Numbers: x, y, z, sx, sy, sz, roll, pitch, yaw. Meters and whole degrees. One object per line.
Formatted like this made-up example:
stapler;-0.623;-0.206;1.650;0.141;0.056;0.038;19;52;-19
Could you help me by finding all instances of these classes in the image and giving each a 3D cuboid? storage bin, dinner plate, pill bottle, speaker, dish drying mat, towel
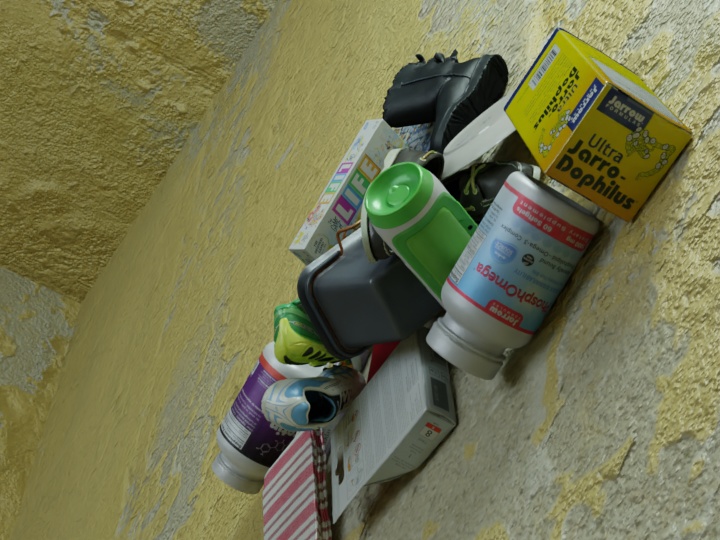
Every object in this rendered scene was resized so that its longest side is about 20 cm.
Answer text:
storage bin;0.046;0.000;1.645;0.200;0.146;0.134;-36;15;-29
dinner plate;0.158;-0.175;1.701;0.200;0.024;0.200;-39;8;6
pill bottle;-0.124;0.205;1.947;0.200;0.112;0.112;-60;18;12
speaker;0.086;-0.027;1.520;0.088;0.200;0.089;-23;42;23
pill bottle;0.152;0.007;1.454;0.200;0.108;0.109;-60;18;10
dish drying mat;0.030;0.149;1.747;0.077;0.018;0.200;-42;26;40
towel;-0.079;0.305;1.761;0.146;0.030;0.201;-50;33;41

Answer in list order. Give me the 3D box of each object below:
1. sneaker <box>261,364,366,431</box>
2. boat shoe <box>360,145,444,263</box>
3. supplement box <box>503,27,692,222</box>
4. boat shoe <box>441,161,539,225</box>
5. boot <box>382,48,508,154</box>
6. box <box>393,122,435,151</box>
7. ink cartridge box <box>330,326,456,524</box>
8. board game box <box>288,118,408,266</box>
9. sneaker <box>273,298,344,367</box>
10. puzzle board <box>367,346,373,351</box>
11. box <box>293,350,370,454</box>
sneaker;-0.044;0.160;1.718;0.200;0.072;0.072;-7;-64;-60
boat shoe;0.049;-0.079;1.593;0.060;0.072;0.201;-3;34;18
supplement box;0.236;-0.153;1.440;0.110;0.109;0.200;-57;18;18
boat shoe;0.141;-0.092;1.677;0.201;0.060;0.072;-22;43;64
boot;0.096;-0.212;1.881;0.162;0.073;0.199;0;51;41
box;0.075;-0.159;2.018;0.137;0.040;0.200;-62;18;-1
ink cartridge box;0.035;0.184;1.637;0.200;0.050;0.162;-56;20;28
board game box;0.011;-0.066;1.735;0.034;0.134;0.200;2;55;52
sneaker;-0.052;0.073;1.733;0.200;0.074;0.084;21;-123;-72
puzzle board;0.000;0.000;1.813;0.017;0.200;0.151;13;72;27
box;-0.043;0.178;1.870;0.041;0.039;0.201;-3;62;63
